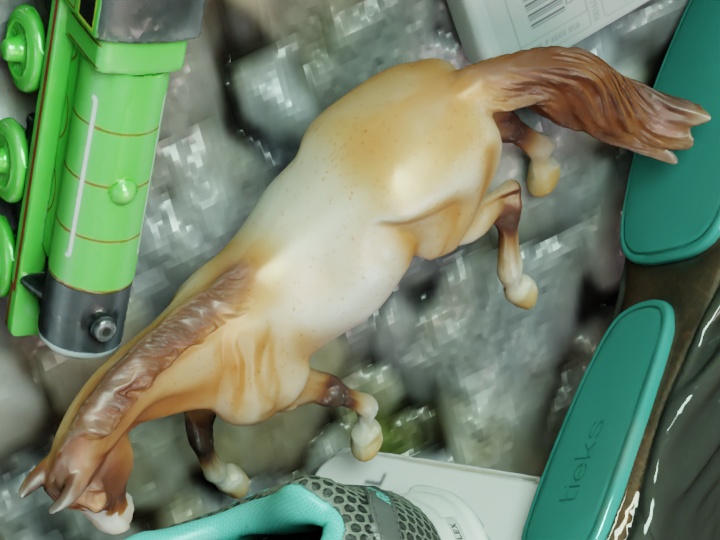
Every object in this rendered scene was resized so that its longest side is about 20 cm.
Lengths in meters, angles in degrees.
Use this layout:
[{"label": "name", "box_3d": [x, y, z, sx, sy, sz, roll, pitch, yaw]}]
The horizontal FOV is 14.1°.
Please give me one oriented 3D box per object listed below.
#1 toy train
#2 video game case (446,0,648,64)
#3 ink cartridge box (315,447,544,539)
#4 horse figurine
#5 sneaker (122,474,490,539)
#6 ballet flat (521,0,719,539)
[{"label": "toy train", "box_3d": [-0.062, -0.065, 0.727, 0.042, 0.056, 0.201, -5, 123, -28]}, {"label": "video game case", "box_3d": [0.081, -0.170, 0.765, 0.181, 0.023, 0.201, -30, 130, -9]}, {"label": "ink cartridge box", "box_3d": [0.041, 0.169, 0.890, 0.200, 0.084, 0.147, 49, 57, -43]}, {"label": "horse figurine", "box_3d": [0.000, 0.000, 0.792, 0.200, 0.050, 0.133, -43, 152, 2]}, {"label": "sneaker", "box_3d": [-0.065, 0.104, 0.794, 0.199, 0.078, 0.091, -28, 154, 13]}, {"label": "ballet flat", "box_3d": [0.102, 0.010, 0.833, 0.068, 0.068, 0.201, 24, 80, -27]}]
